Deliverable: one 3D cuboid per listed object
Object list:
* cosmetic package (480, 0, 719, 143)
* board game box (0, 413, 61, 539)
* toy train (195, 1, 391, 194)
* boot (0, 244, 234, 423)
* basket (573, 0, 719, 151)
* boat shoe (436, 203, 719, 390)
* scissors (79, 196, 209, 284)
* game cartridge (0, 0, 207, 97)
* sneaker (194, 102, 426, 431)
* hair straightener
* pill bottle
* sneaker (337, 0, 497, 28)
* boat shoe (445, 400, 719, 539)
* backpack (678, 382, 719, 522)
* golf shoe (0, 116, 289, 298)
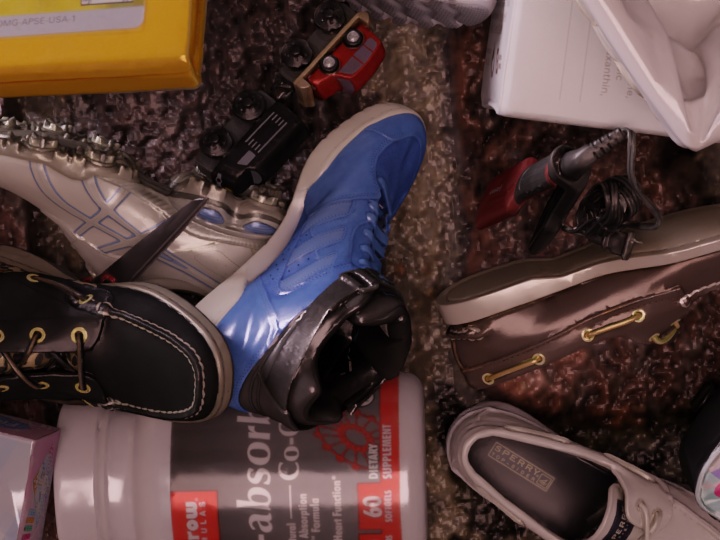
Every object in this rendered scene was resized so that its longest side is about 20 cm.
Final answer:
[{"bbox_3d":[0.174,-0.152,1.048,0.199,0.167,0.167,7,96,0],"label":"cosmetic package"},{"bbox_3d":[-0.274,0.160,1.080,0.199,0.043,0.200,13,100,12],"label":"board game box"},{"bbox_3d":[-0.012,-0.119,1.093,0.046,0.034,0.200,38,78,16],"label":"toy train"},{"bbox_3d":[-0.182,0.049,1.026,0.203,0.153,0.074,18,114,35],"label":"boot"},{"bbox_3d":[0.143,-0.170,0.900,0.135,0.123,0.201,-32,94,4],"label":"basket"},{"bbox_3d":[0.145,0.014,1.121,0.199,0.072,0.060,-17,103,6],"label":"boat shoe"},{"bbox_3d":[-0.139,0.017,1.096,0.199,0.014,0.074,-19,95,37],"label":"scissors"},{"bbox_3d":[-0.175,-0.174,1.040,0.199,0.032,0.177,-1,70,9],"label":"game cartridge"},{"bbox_3d":[0.000,0.001,1.070,0.200,0.111,0.077,-49,140,-22],"label":"sneaker"},{"bbox_3d":[0.119,-0.039,1.052,0.077,0.200,0.041,25,75,-6],"label":"hair straightener"},{"bbox_3d":[-0.063,0.116,1.110,0.199,0.116,0.117,-2,98,2],"label":"pill bottle"},{"bbox_3d":[-0.012,-0.193,1.054,0.199,0.075,0.082,27,87,13],"label":"sneaker"},{"bbox_3d":[0.141,0.137,1.138,0.199,0.066,0.072,33,96,-4],"label":"boat shoe"},{"bbox_3d":[0.300,0.110,1.099,0.200,0.151,0.178,36,95,-9],"label":"backpack"},{"bbox_3d":[-0.141,-0.023,1.116,0.199,0.078,0.098,18,103,-1],"label":"golf shoe"}]
